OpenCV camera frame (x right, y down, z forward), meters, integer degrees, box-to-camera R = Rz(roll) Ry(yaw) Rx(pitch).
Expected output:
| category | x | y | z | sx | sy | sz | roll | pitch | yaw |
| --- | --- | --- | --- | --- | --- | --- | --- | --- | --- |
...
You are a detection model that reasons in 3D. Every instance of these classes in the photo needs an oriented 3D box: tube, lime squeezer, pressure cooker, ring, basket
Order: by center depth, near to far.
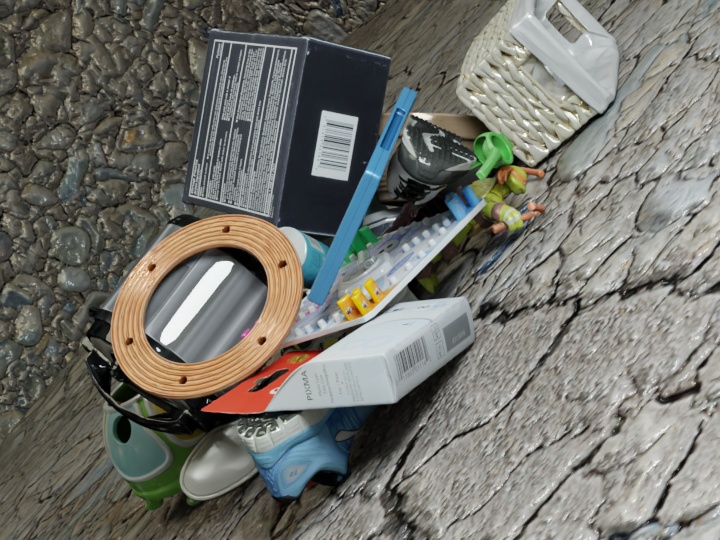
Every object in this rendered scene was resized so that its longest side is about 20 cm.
| category | x | y | z | sx | sy | sz | roll | pitch | yaw |
| --- | --- | --- | --- | --- | --- | --- | --- | --- | --- |
| ring | -0.144 | 0.035 | 1.465 | 0.199 | 0.019 | 0.202 | -12 | 52 | 16 |
| lime squeezer | 0.116 | -0.110 | 1.498 | 0.070 | 0.038 | 0.200 | -23 | 5 | -8 |
| pressure cooker | -0.183 | 0.066 | 1.583 | 0.201 | 0.178 | 0.176 | -53 | 16 | -16 |
| tube | -0.040 | -0.002 | 1.651 | 0.050 | 0.078 | 0.200 | -23 | -18 | 17 |
| basket | 0.190 | -0.220 | 1.672 | 0.123 | 0.135 | 0.200 | -43 | 11 | 24 |

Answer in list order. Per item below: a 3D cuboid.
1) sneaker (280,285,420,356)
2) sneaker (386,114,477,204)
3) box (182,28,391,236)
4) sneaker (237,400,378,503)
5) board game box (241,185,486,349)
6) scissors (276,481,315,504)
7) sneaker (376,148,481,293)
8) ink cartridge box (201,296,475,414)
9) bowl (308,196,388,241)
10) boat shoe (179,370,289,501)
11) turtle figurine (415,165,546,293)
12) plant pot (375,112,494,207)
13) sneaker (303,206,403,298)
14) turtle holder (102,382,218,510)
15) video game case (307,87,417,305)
| category | x | y | z | sx | sy | sz | roll | pitch | yaw |
| --- | --- | --- | --- | --- | --- | --- | --- | --- | --- |
| sneaker | -0.009 | 0.068 | 1.538 | 0.200 | 0.076 | 0.076 | -27 | 20 | 53 |
| sneaker | 0.062 | -0.094 | 1.469 | 0.200 | 0.073 | 0.081 | -70 | 6 | -81 |
| box | -0.083 | -0.152 | 1.691 | 0.198 | 0.122 | 0.202 | 16 | 97 | 51 |
| sneaker | -0.036 | 0.143 | 1.375 | 0.078 | 0.091 | 0.200 | -6 | 14 | 35 |
| board game box | 0.000 | 0.000 | 1.483 | 0.199 | 0.026 | 0.200 | -20 | 20 | 50 |
| scissors | -0.041 | 0.161 | 1.512 | 0.073 | 0.014 | 0.200 | -44 | 11 | 26 |
| sneaker | 0.068 | -0.031 | 1.652 | 0.201 | 0.075 | 0.116 | -53 | 13 | 23 |
| ink cartridge box | -0.022 | 0.073 | 1.346 | 0.198 | 0.048 | 0.160 | -5 | 14 | 31 |
| bowl | -0.060 | -0.072 | 1.877 | 0.199 | 0.106 | 0.201 | -14 | -14 | -4 |
| boat shoe | -0.112 | 0.169 | 1.624 | 0.200 | 0.067 | 0.057 | -46 | -5 | -21 |
| turtle figurine | 0.113 | -0.051 | 1.544 | 0.161 | 0.064 | 0.200 | -44 | 12 | 9 |
| plant pot | 0.070 | -0.120 | 1.754 | 0.201 | 0.199 | 0.094 | 174 | 99 | -72 |
| sneaker | -0.007 | -0.006 | 1.809 | 0.199 | 0.080 | 0.078 | -24 | -24 | 24 |
| turtle holder | -0.206 | 0.178 | 1.716 | 0.141 | 0.132 | 0.185 | -45 | 21 | -24 |
| video game case | 0.004 | -0.072 | 1.441 | 0.200 | 0.018 | 0.144 | -67 | 3 | -60 |
